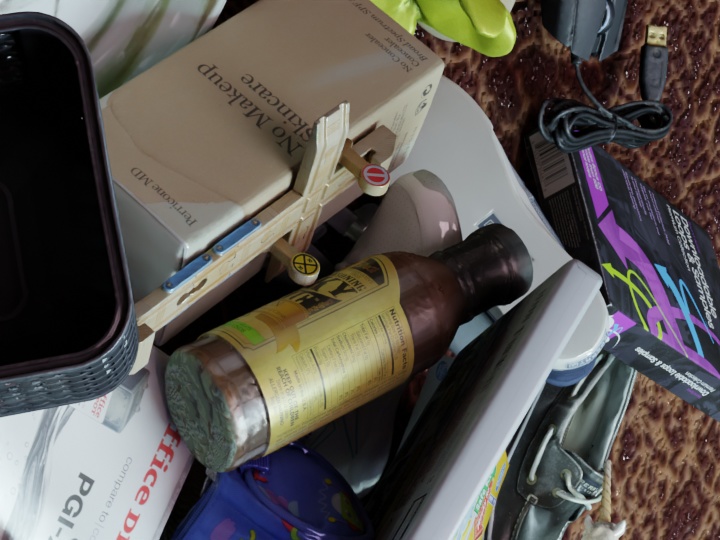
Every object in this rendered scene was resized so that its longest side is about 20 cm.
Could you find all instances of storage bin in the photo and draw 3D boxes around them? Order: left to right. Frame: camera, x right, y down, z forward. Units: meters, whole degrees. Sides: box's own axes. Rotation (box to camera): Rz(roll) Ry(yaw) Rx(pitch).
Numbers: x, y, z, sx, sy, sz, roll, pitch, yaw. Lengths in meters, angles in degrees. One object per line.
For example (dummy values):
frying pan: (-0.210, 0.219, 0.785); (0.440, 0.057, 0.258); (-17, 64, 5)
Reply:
storage bin: (-0.191, -0.009, 0.732); (0.198, 0.094, 0.137); (-10, 80, -8)

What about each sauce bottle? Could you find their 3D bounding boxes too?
sauce bottle: (-0.001, 0.030, 0.923); (0.199, 0.064, 0.065); (-25, 115, -34)

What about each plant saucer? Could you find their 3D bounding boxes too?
plant saucer: (-0.131, -0.127, 0.867); (0.200, 0.050, 0.201); (-45, 160, -21)

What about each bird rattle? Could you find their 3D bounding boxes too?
bird rattle: (0.044, -0.206, 1.076); (0.163, 0.112, 0.202); (23, 66, -58)

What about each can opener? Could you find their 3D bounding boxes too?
can opener: (0.000, 0.000, 1.081); (0.067, 0.053, 0.200); (-43, 134, 7)

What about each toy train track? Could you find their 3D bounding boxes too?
toy train track: (-0.043, -0.006, 0.879); (0.200, 0.032, 0.115); (-38, 159, -37)

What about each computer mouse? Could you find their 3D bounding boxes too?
computer mouse: (0.161, -0.172, 1.194); (0.140, 0.046, 0.203); (3, 83, -50)

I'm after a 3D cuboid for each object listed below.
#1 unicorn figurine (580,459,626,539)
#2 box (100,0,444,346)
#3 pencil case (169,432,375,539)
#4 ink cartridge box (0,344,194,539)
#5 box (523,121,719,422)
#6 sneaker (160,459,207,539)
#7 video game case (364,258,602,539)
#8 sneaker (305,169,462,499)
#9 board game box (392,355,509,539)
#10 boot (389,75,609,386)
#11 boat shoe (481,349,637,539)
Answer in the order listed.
unicorn figurine: (0.108, 0.234, 1.162); (0.199, 0.074, 0.138); (-32, 131, -20)
box: (-0.058, -0.061, 0.943); (0.200, 0.095, 0.078); (-40, 162, -39)
pencil case: (-0.077, 0.169, 0.931); (0.086, 0.078, 0.201); (35, 109, -7)
ink cartridge box: (-0.173, 0.073, 0.866); (0.200, 0.084, 0.147); (40, 67, -46)
box: (0.184, 0.003, 1.229); (0.199, 0.036, 0.144); (32, 39, -47)
sneaker: (-0.051, 0.159, 1.032); (0.085, 0.072, 0.202); (-45, 136, -41)
video game case: (0.037, 0.101, 0.948); (0.022, 0.182, 0.201); (33, 68, -3)
sneaker: (-0.006, 0.039, 1.016); (0.080, 0.070, 0.202); (8, 114, -33)
board game box: (0.032, 0.167, 1.089); (0.135, 0.034, 0.201); (72, 36, -59)
boot: (0.069, -0.020, 1.098); (0.072, 0.201, 0.090); (-31, 166, -5)
boat shoe: (0.122, 0.123, 1.207); (0.072, 0.070, 0.202); (27, 76, -46)
